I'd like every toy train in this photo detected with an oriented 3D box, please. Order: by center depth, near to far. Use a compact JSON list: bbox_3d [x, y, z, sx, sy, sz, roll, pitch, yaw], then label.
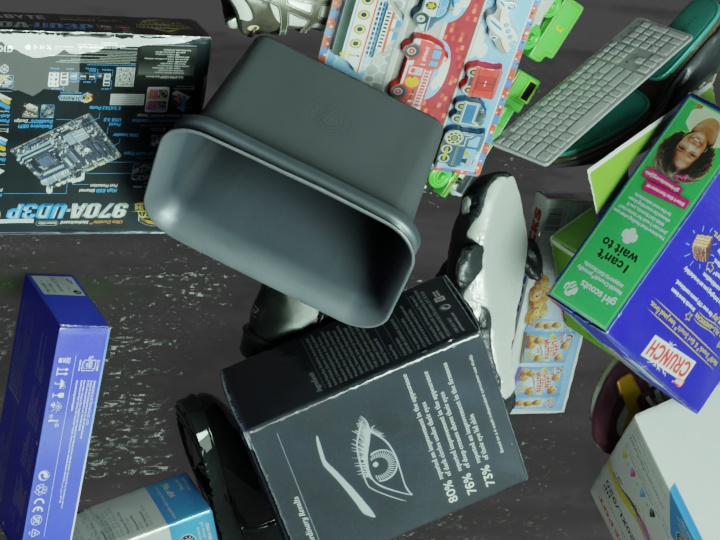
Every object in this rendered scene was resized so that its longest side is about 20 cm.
[{"bbox_3d":[0.109,-0.144,1.736,0.056,0.042,0.201,24,103,-43],"label":"toy train"}]

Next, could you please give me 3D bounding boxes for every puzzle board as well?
[{"bbox_3d":[0.042,-0.152,1.618,0.149,0.017,0.201,7,134,-11],"label":"puzzle board"}]

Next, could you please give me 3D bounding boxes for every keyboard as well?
[{"bbox_3d":[0.186,-0.143,1.716,0.200,0.056,0.011,-41,132,-32],"label":"keyboard"}]

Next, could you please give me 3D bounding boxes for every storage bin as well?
[{"bbox_3d":[-0.039,-0.069,1.588,0.199,0.135,0.146,26,142,2],"label":"storage bin"}]

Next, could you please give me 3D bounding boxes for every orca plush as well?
[{"bbox_3d":[0.098,0.018,1.799,0.105,0.071,0.202,-30,117,-41],"label":"orca plush"}]

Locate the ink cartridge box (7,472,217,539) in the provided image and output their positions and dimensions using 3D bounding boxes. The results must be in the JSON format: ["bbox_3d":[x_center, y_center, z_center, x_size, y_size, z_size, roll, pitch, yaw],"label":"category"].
[{"bbox_3d":[-0.214,0.257,1.761,0.198,0.068,0.117,-19,121,-17],"label":"ink cartridge box"}]

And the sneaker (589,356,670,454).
[{"bbox_3d":[0.282,0.089,1.901,0.075,0.090,0.201,32,98,-34],"label":"sneaker"}]

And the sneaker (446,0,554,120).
[{"bbox_3d":[0.097,-0.215,1.670,0.201,0.088,0.075,-53,165,12],"label":"sneaker"}]

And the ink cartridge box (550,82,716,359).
[{"bbox_3d":[0.231,-0.051,1.789,0.147,0.076,0.201,-34,131,-22],"label":"ink cartridge box"}]

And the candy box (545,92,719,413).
[{"bbox_3d":[0.265,-0.011,1.731,0.201,0.077,0.169,-55,137,-3],"label":"candy box"}]

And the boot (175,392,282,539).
[{"bbox_3d":[-0.056,0.153,1.782,0.161,0.073,0.199,-23,129,-11],"label":"boot"}]

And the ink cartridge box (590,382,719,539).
[{"bbox_3d":[0.308,0.196,1.880,0.144,0.148,0.200,-20,160,-14],"label":"ink cartridge box"}]

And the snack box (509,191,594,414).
[{"bbox_3d":[0.163,0.029,1.854,0.071,0.024,0.202,0,114,-28],"label":"snack box"}]

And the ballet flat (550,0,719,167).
[{"bbox_3d":[0.238,-0.138,1.783,0.200,0.073,0.073,-43,125,-5],"label":"ballet flat"}]

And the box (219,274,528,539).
[{"bbox_3d":[0.010,0.120,1.678,0.198,0.104,0.149,-22,119,-5],"label":"box"}]

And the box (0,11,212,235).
[{"bbox_3d":[-0.216,-0.107,1.593,0.198,0.046,0.160,-2,115,-25],"label":"box"}]

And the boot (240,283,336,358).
[{"bbox_3d":[0.000,0.000,1.730,0.197,0.073,0.164,7,108,-26],"label":"boot"}]

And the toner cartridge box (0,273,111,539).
[{"bbox_3d":[-0.241,0.113,1.661,0.043,0.095,0.202,2,114,-26],"label":"toner cartridge box"}]

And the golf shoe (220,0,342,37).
[{"bbox_3d":[-0.054,-0.209,1.615,0.199,0.078,0.094,34,114,-32],"label":"golf shoe"}]
